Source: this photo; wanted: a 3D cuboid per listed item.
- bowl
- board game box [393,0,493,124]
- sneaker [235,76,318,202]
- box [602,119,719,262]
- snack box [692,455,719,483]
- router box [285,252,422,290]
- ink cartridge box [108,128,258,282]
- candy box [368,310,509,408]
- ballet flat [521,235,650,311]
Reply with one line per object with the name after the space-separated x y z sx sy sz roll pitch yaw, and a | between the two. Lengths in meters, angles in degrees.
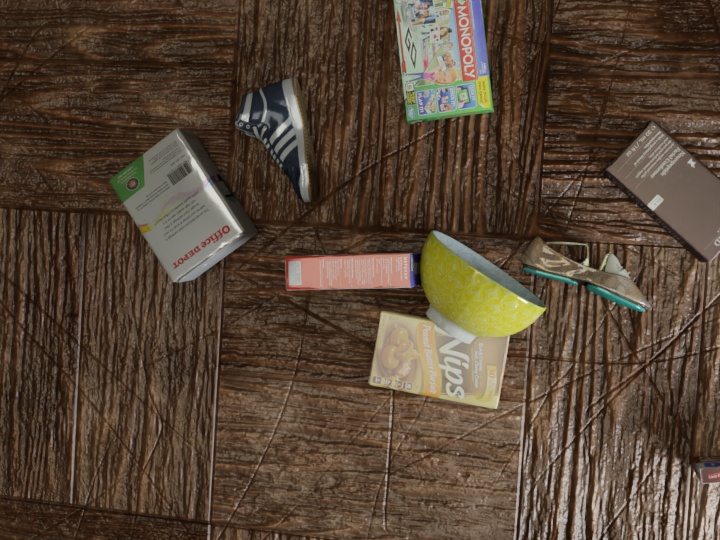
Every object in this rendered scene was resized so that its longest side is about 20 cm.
0.156 0.040 1.362 0.200 0.200 0.108 36 101 9 | bowl
0.127 -0.335 1.444 0.134 0.029 0.201 -7 90 12 | board game box
-0.133 -0.196 1.478 0.108 0.070 0.201 -11 82 7 | sneaker
0.458 -0.113 1.360 0.200 0.075 0.100 43 98 6 | box
0.584 0.280 1.342 0.199 0.072 0.024 -5 92 12 | snack box
0.000 0.000 1.392 0.179 0.200 0.049 -1 91 10 | router box
-0.281 -0.101 1.504 0.145 0.084 0.200 -35 84 10 | ink cartridge box
0.121 0.134 1.442 0.199 0.055 0.116 10 92 11 | candy box
0.339 -0.002 1.391 0.199 0.068 0.067 20 88 9 | ballet flat
